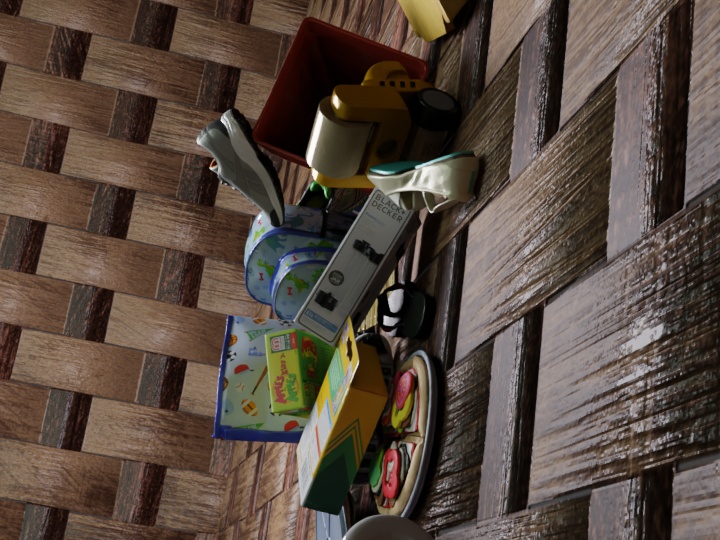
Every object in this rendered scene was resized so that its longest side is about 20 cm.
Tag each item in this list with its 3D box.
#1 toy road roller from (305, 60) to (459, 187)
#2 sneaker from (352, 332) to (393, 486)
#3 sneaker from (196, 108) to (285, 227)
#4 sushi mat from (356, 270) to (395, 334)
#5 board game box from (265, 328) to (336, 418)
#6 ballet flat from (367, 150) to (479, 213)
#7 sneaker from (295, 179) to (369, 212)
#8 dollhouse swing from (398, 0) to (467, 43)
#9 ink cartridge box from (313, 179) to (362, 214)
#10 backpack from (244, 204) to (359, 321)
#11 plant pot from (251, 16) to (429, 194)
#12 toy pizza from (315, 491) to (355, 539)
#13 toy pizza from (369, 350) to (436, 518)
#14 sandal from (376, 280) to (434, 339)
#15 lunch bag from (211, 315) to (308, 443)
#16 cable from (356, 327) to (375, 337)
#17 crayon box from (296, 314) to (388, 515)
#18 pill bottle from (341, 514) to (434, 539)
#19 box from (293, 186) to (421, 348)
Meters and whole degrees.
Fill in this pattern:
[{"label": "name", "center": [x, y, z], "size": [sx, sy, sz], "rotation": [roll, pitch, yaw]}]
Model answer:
[{"label": "toy road roller", "center": [0.017, -0.195, 1.452], "size": [0.147, 0.198, 0.124], "rotation": [61, 144, 40]}, {"label": "sneaker", "center": [-0.001, 0.183, 1.492], "size": [0.081, 0.074, 0.202], "rotation": [106, 174, -77]}, {"label": "sneaker", "center": [-0.168, -0.142, 1.646], "size": [0.074, 0.079, 0.201], "rotation": [-104, -13, -54]}, {"label": "sushi mat", "center": [0.009, 0.012, 1.612], "size": [0.012, 0.095, 0.201], "rotation": [52, -153, -37]}, {"label": "board game box", "center": [-0.057, 0.146, 1.518], "size": [0.200, 0.047, 0.103], "rotation": [25, -125, -63]}, {"label": "ballet flat", "center": [0.071, -0.099, 1.326], "size": [0.199, 0.069, 0.070], "rotation": [1, 79, 61]}, {"label": "sneaker", "center": [-0.039, -0.130, 1.856], "size": [0.201, 0.077, 0.086], "rotation": [-54, -22, -29]}, {"label": "dollhouse swing", "center": [0.134, -0.438, 1.531], "size": [0.183, 0.175, 0.200], "rotation": [61, 174, -9]}, {"label": "ink cartridge box", "center": [-0.038, -0.132, 1.966], "size": [0.044, 0.093, 0.202], "rotation": [-126, 47, -77]}, {"label": "backpack", "center": [-0.081, -0.006, 1.765], "size": [0.148, 0.198, 0.184], "rotation": [-90, 16, -49]}, {"label": "plant pot", "center": [-0.023, -0.223, 1.677], "size": [0.176, 0.198, 0.202], "rotation": [70, -137, -79]}, {"label": "toy pizza", "center": [-0.027, 0.359, 1.472], "size": [0.200, 0.031, 0.203], "rotation": [178, 90, -77]}, {"label": "toy pizza", "center": [0.043, 0.190, 1.292], "size": [0.200, 0.031, 0.202], "rotation": [-169, 90, -80]}, {"label": "sandal", "center": [0.047, 0.048, 1.427], "size": [0.200, 0.045, 0.076], "rotation": [-178, 99, -80]}, {"label": "lunch bag", "center": [-0.127, 0.176, 1.661], "size": [0.201, 0.168, 0.125], "rotation": [-91, 4, -52]}, {"label": "cable", "center": [-0.015, 0.136, 1.695], "size": [0.163, 0.050, 0.202], "rotation": [135, 142, -80]}, {"label": "crayon box", "center": [-0.019, 0.172, 1.350], "size": [0.126, 0.051, 0.202], "rotation": [-104, 32, -66]}, {"label": "pill bottle", "center": [0.007, 0.338, 1.136], "size": [0.201, 0.112, 0.114], "rotation": [112, 166, -49]}, {"label": "box", "center": [0.000, 0.000, 1.438], "size": [0.201, 0.060, 0.117], "rotation": [-59, -10, -4]}]
